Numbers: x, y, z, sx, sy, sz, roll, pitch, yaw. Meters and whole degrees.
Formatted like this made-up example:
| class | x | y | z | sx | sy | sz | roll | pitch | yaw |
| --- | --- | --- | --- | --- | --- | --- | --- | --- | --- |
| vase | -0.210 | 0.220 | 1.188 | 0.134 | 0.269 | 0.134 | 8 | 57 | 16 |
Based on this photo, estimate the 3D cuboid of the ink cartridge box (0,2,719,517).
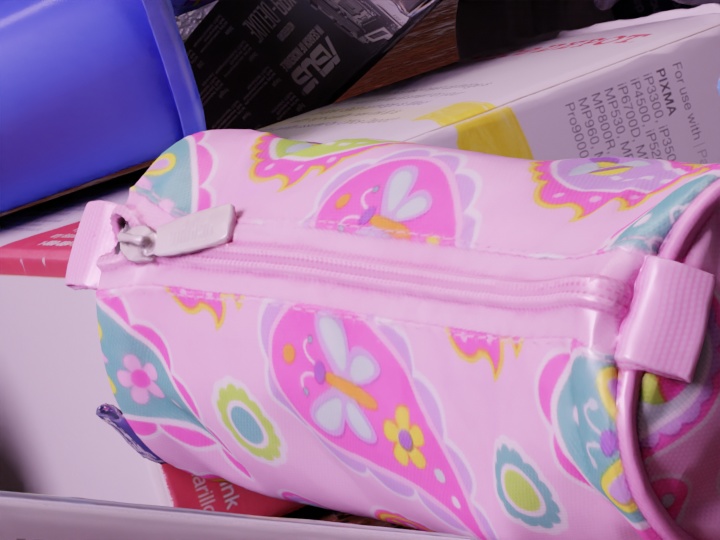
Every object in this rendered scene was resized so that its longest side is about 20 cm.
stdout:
| class | x | y | z | sx | sy | sz | roll | pitch | yaw |
| --- | --- | --- | --- | --- | --- | --- | --- | --- | --- |
| ink cartridge box | 0.000 | 0.000 | 0.800 | 0.199 | 0.084 | 0.145 | -21 | 9 | -24 |

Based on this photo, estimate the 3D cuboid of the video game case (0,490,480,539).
| class | x | y | z | sx | sy | sz | roll | pitch | yaw |
| --- | --- | --- | --- | --- | --- | --- | --- | --- | --- |
| video game case | -0.099 | 0.057 | 0.599 | 0.181 | 0.024 | 0.200 | 9 | -8 | -36 |

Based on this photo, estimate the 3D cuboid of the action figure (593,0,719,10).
| class | x | y | z | sx | sy | sz | roll | pitch | yaw |
| --- | --- | --- | --- | --- | --- | --- | --- | --- | --- |
| action figure | 0.126 | -0.125 | 0.819 | 0.199 | 0.103 | 0.119 | -4 | -18 | -10 |

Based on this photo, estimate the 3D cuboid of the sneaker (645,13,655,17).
| class | x | y | z | sx | sy | sz | roll | pitch | yaw |
| --- | --- | --- | --- | --- | --- | --- | --- | --- | --- |
| sneaker | 0.167 | -0.064 | 0.878 | 0.199 | 0.086 | 0.077 | -14 | 9 | 16 |

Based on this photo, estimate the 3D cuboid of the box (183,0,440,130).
| class | x | y | z | sx | sy | sz | roll | pitch | yaw |
| --- | --- | --- | --- | --- | --- | --- | --- | --- | --- |
| box | 0.018 | -0.111 | 0.922 | 0.158 | 0.050 | 0.200 | -45 | 3 | -24 |

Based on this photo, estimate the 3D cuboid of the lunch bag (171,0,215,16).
| class | x | y | z | sx | sy | sz | roll | pitch | yaw |
| --- | --- | --- | --- | --- | --- | --- | --- | --- | --- |
| lunch bag | -0.001 | -0.174 | 0.966 | 0.200 | 0.094 | 0.151 | -60 | 10 | -33 |

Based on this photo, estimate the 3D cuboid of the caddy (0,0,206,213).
| class | x | y | z | sx | sy | sz | roll | pitch | yaw |
| --- | --- | --- | --- | --- | --- | --- | --- | --- | --- |
| caddy | -0.094 | -0.090 | 0.814 | 0.105 | 0.142 | 0.200 | -23 | 8 | -7 |

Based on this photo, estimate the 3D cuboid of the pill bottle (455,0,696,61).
| class | x | y | z | sx | sy | sz | roll | pitch | yaw |
| --- | --- | --- | --- | --- | --- | --- | --- | --- | --- |
| pill bottle | 0.139 | -0.096 | 0.986 | 0.199 | 0.116 | 0.116 | -24 | 5 | 26 |

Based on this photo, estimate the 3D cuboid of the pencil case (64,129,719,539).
| class | x | y | z | sx | sy | sz | roll | pitch | yaw |
| --- | --- | --- | --- | --- | --- | --- | --- | --- | --- |
| pencil case | 0.020 | 0.013 | 0.620 | 0.087 | 0.088 | 0.200 | -23 | 19 | -34 |

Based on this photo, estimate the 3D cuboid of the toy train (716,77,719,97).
| class | x | y | z | sx | sy | sz | roll | pitch | yaw |
| --- | --- | --- | --- | --- | --- | --- | --- | --- | --- |
| toy train | 0.162 | -0.022 | 0.656 | 0.114 | 0.087 | 0.200 | -10 | 4 | -20 |
